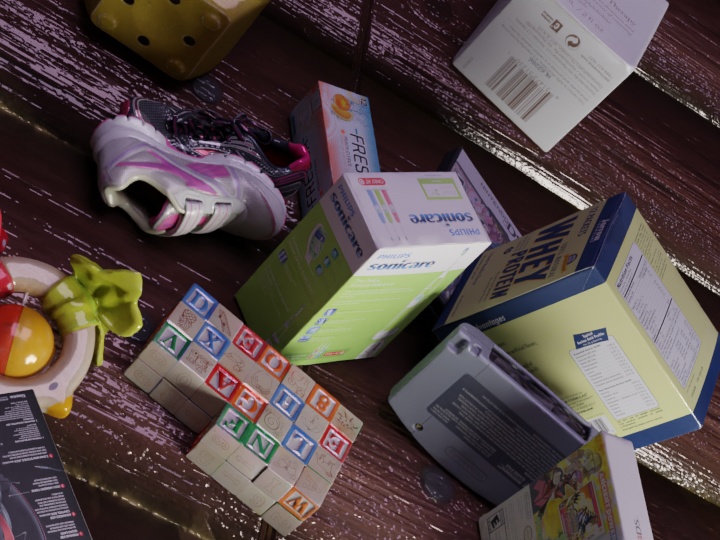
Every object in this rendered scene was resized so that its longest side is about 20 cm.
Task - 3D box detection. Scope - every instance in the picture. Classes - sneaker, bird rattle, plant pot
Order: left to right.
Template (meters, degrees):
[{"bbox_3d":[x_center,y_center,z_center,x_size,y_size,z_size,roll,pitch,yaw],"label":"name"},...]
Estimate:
[{"bbox_3d":[-0.280,0.033,1.309,0.199,0.112,0.165,21,62,-23],"label":"bird rattle"},{"bbox_3d":[-0.164,-0.064,1.507,0.198,0.082,0.089,19,47,-17],"label":"sneaker"},{"bbox_3d":[-0.169,-0.313,1.624,0.193,0.195,0.201,33,48,-15],"label":"plant pot"},{"bbox_3d":[-0.143,-0.127,1.574,0.199,0.075,0.081,20,46,-27],"label":"sneaker"}]

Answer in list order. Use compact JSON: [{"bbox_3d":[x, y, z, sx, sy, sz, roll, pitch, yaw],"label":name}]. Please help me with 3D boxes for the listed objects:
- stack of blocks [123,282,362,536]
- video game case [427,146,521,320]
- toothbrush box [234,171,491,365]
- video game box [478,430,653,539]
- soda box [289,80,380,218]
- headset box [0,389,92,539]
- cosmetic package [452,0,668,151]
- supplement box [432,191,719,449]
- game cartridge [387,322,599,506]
[{"bbox_3d":[-0.106,0.121,1.411,0.200,0.059,0.115,40,40,-7],"label":"stack of blocks"},{"bbox_3d":[0.119,-0.007,1.699,0.181,0.025,0.200,54,37,-19],"label":"video game case"},{"bbox_3d":[0.000,0.000,1.495,0.145,0.200,0.087,-4,60,-42],"label":"toothbrush box"},{"bbox_3d":[0.188,0.274,1.443,0.046,0.182,0.202,17,48,-29],"label":"video game box"},{"bbox_3d":[-0.022,-0.095,1.661,0.068,0.064,0.202,16,49,-31],"label":"soda box"},{"bbox_3d":[-0.281,0.199,1.180,0.148,0.075,0.201,-7,62,-44],"label":"headset box"},{"bbox_3d":[0.247,-0.290,1.978,0.167,0.166,0.200,41,39,-5],"label":"cosmetic package"},{"bbox_3d":[0.218,0.067,1.594,0.200,0.199,0.135,54,37,-17],"label":"supplement box"},{"bbox_3d":[0.130,0.151,1.532,0.200,0.133,0.042,40,40,-8],"label":"game cartridge"}]
